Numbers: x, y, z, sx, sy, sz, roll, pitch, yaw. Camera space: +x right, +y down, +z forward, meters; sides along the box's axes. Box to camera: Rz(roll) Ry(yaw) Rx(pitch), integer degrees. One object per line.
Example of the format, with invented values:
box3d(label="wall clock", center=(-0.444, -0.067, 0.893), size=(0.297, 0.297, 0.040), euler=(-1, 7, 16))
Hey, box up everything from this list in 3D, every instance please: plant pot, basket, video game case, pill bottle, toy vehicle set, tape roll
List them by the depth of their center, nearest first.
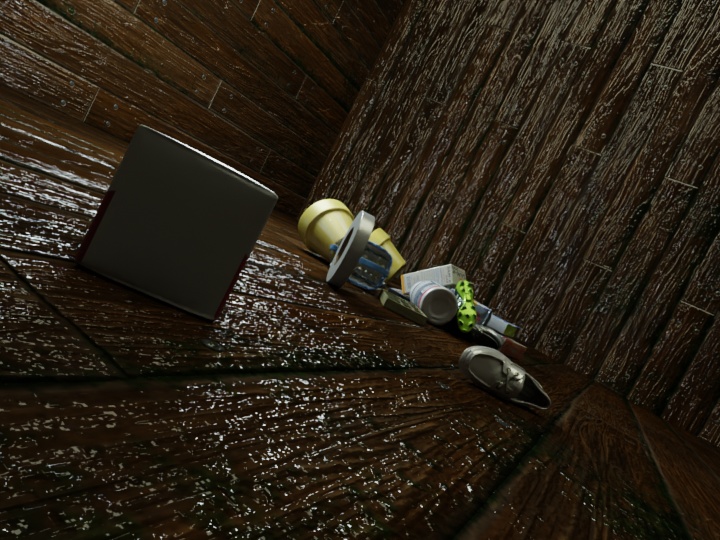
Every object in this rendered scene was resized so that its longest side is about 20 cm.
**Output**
box3d(label="tape roll", center=(-0.025, -0.054, 1.267), size=(0.037, 0.203, 0.203), euler=(26, 4, -10))
box3d(label="toy vehicle set", center=(0.118, 0.103, 1.473), size=(0.124, 0.027, 0.200), euler=(27, 4, -5))
box3d(label="basket", center=(0.011, -0.021, 1.525), size=(0.176, 0.139, 0.200), euler=(28, -5, 19))
box3d(label="pill bottle", center=(0.226, 0.096, 1.632), size=(0.119, 0.120, 0.200), euler=(26, 4, -11))
box3d(label="plant pot", center=(-0.092, -0.117, 1.778), size=(0.200, 0.201, 0.189), euler=(23, 22, -46))
box3d(label="video game case", center=(0.202, 0.118, 1.871), size=(0.180, 0.026, 0.200), euler=(29, 4, 19))
box3d(label="plant pot", center=(0.088, -0.049, 2.201), size=(0.189, 0.201, 0.201), euler=(42, 6, 9))

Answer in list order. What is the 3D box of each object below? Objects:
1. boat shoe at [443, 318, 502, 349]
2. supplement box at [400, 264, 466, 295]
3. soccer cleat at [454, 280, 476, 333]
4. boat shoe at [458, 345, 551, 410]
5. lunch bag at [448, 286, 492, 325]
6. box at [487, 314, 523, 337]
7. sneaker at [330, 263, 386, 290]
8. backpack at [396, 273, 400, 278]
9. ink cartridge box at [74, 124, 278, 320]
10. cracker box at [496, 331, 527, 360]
box3d(label="boat shoe", center=(0.350, 0.199, 1.610), size=(0.200, 0.069, 0.057), euler=(29, 31, 21))
box3d(label="supplement box", center=(0.261, 0.041, 1.809), size=(0.199, 0.074, 0.126), euler=(-13, -18, 31))
box3d(label="soccer cleat", center=(0.325, 0.122, 1.604), size=(0.067, 0.200, 0.081), euler=(13, -39, -4))
box3d(label="boat shoe", center=(0.267, 0.196, 0.913), size=(0.200, 0.071, 0.069), euler=(27, 2, -22))
box3d(label="lunch bag", center=(0.361, 0.154, 1.773), size=(0.169, 0.127, 0.200), euler=(29, -10, 20))
box3d(label="box", center=(0.487, 0.187, 1.876), size=(0.200, 0.048, 0.122), euler=(28, 4, 34))
box3d(label="sneaker", center=(0.000, 0.000, 1.662), size=(0.200, 0.080, 0.074), euler=(29, 2, 8))
box3d(label="backpack", center=(0.125, -0.043, 2.615), size=(0.200, 0.154, 0.176), euler=(33, -4, -23))
box3d(label="ink cartridge box", center=(-0.195, -0.059, 0.573), size=(0.144, 0.146, 0.200), euler=(26, 3, -17))
box3d(label="cracker box", center=(0.495, 0.251, 1.880), size=(0.134, 0.058, 0.200), euler=(24, 6, -36))
